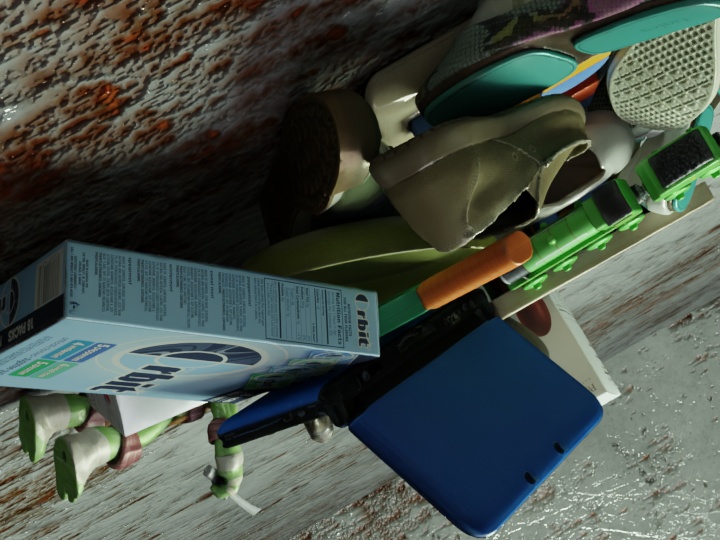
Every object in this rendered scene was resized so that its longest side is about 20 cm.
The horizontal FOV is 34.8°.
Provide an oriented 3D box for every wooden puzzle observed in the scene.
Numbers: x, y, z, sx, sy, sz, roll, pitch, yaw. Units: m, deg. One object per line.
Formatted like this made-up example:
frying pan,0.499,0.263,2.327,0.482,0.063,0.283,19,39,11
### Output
wooden puzzle,0.096,-0.115,0.784,0.184,0.047,0.200,-29,164,-2

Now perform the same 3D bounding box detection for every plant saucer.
plant saucer,0.000,0.000,0.758,0.198,0.031,0.200,-11,168,-2

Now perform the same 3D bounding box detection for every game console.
game console,0.037,0.101,0.771,0.170,0.119,0.200,-24,-178,37

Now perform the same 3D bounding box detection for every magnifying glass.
magnifying glass,0.030,0.021,0.724,0.079,0.023,0.199,-28,180,-44

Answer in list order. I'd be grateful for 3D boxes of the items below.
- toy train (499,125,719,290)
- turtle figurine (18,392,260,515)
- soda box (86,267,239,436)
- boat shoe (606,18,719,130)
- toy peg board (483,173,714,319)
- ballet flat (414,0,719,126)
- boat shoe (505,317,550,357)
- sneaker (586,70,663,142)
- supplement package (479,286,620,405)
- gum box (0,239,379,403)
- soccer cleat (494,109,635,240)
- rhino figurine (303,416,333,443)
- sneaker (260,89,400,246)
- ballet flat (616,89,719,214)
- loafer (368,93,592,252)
toy train,0.180,-0.043,0.848,0.199,0.042,0.056,-34,168,25
turtle figurine,-0.166,0.140,0.926,0.193,0.145,0.200,-12,153,-38
soda box,-0.103,0.047,0.845,0.199,0.064,0.068,-22,-153,-29
boat shoe,0.202,-0.163,0.732,0.201,0.074,0.063,81,27,-57
toy peg board,0.174,-0.041,1.012,0.199,0.098,0.199,-29,175,-3
ballet flat,0.113,-0.144,0.648,0.199,0.072,0.069,-20,164,38
boat shoe,0.086,0.078,1.127,0.075,0.200,0.065,-67,161,-44
sneaker,0.213,-0.166,0.827,0.091,0.078,0.200,0,147,-31
supplement package,0.138,0.092,1.218,0.190,0.201,0.147,-33,164,11
gum box,-0.117,0.039,0.685,0.199,0.045,0.169,10,159,-36
soccer cleat,0.116,-0.060,0.871,0.199,0.070,0.077,-31,-177,37
rhino figurine,-0.048,0.082,0.941,0.059,0.088,0.200,-18,-162,0
sneaker,-0.002,-0.062,0.714,0.089,0.068,0.200,-13,166,-19
ballet flat,0.256,-0.143,0.903,0.201,0.069,0.069,-66,163,-2
loafer,0.077,-0.055,0.671,0.076,0.068,0.199,-19,-179,41
